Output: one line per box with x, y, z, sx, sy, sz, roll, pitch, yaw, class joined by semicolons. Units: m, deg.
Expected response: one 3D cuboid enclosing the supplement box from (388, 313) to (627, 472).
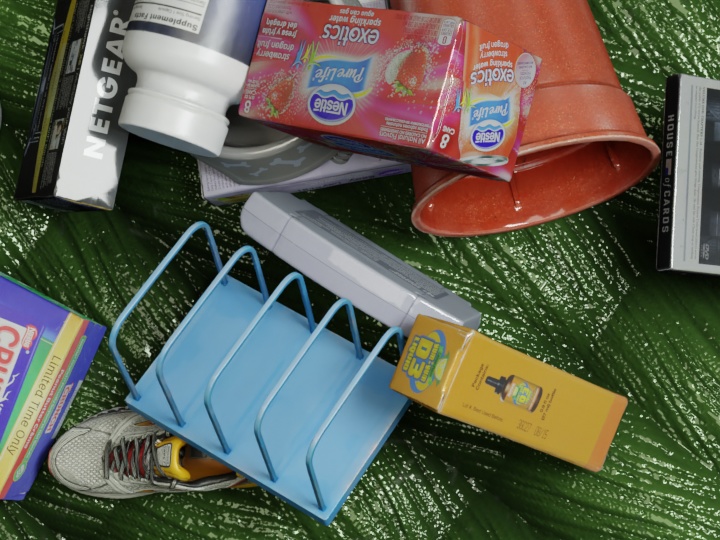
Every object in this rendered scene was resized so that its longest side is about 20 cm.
0.116;0.095;1.230;0.069;0.199;0.067;22;88;47;supplement box

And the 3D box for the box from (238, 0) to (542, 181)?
0.018;-0.133;1.159;0.199;0.099;0.096;15;89;43;box

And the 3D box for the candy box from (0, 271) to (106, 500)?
-0.343;0.077;1.359;0.199;0.077;0.170;26;88;9;candy box

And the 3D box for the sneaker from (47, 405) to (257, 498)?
-0.164;0.147;1.323;0.199;0.082;0.078;-7;84;8;sneaker

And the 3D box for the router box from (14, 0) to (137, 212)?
-0.227;-0.151;1.323;0.052;0.157;0.201;13;87;-23;router box

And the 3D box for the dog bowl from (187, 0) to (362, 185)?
-0.088;-0.173;1.305;0.199;0.059;0.202;-1;83;9;dog bowl

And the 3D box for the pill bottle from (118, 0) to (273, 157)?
-0.118;-0.194;1.226;0.110;0.111;0.201;16;87;10;pill bottle

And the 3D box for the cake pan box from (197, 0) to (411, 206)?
-0.057;-0.168;1.354;0.183;0.052;0.201;-11;83;5;cake pan box

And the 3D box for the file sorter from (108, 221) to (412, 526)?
-0.076;0.072;1.243;0.199;0.123;0.139;27;66;21;file sorter

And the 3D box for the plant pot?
0.114;-0.153;1.263;0.199;0.201;0.196;-16;75;7;plant pot

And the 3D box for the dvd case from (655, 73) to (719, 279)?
0.321;-0.065;1.248;0.199;0.025;0.151;5;85;-24;dvd case

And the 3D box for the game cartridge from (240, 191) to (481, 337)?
0.000;0.000;1.286;0.199;0.133;0.041;32;95;11;game cartridge
